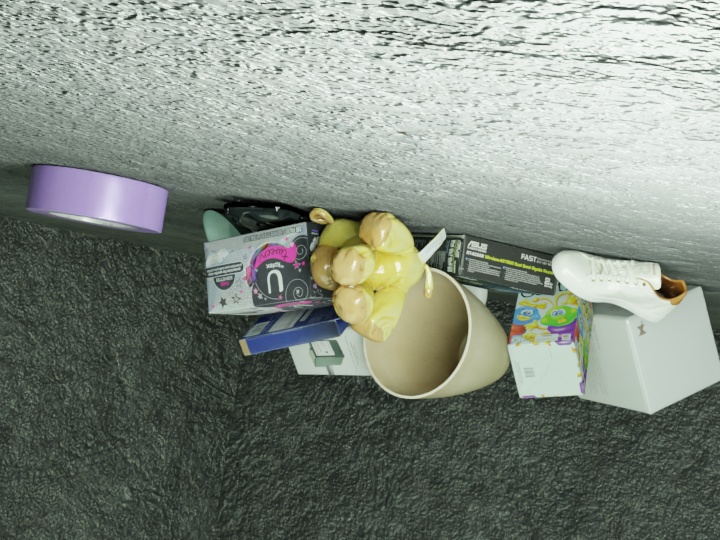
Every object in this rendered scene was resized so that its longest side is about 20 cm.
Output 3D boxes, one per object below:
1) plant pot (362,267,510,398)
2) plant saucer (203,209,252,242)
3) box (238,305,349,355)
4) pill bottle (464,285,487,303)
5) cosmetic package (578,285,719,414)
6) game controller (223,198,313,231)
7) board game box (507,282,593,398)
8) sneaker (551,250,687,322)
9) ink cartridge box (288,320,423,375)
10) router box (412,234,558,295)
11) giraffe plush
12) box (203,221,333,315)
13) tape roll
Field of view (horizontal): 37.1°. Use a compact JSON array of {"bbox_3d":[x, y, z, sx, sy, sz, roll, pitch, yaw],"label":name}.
[{"bbox_3d":[0.135,0.108,1.592,0.186,0.189,0.199,7,172,39],"label":"plant pot"},{"bbox_3d":[-0.198,-0.025,1.850,0.039,0.202,0.201,-34,-163,-22],"label":"plant saucer"},{"bbox_3d":[-0.075,0.077,1.646,0.198,0.033,0.121,-14,-164,23],"label":"box"},{"bbox_3d":[0.131,0.025,1.871,0.115,0.118,0.200,10,-175,-21],"label":"pill bottle"},{"bbox_3d":[0.469,0.125,1.819,0.166,0.168,0.200,-20,-171,-22],"label":"cosmetic package"},{"bbox_3d":[-0.124,-0.079,1.597,0.103,0.043,0.200,-7,174,16],"label":"game controller"},{"bbox_3d":[0.301,0.093,1.680,0.102,0.106,0.201,-5,-147,20],"label":"board game box"},{"bbox_3d":[0.364,0.004,1.493,0.198,0.073,0.085,18,141,-18],"label":"sneaker"},{"bbox_3d":[-0.002,0.099,1.708,0.199,0.085,0.146,-5,-160,46],"label":"ink cartridge box"},{"bbox_3d":[0.183,-0.009,1.639,0.199,0.063,0.149,11,176,-33],"label":"router box"},{"bbox_3d":[-0.004,-0.019,1.484,0.161,0.174,0.199,20,-141,38],"label":"giraffe plush"},{"bbox_3d":[-0.120,0.003,1.614,0.199,0.116,0.132,-10,172,33],"label":"box"},{"bbox_3d":[-0.388,-0.103,1.585,0.198,0.066,0.200,10,178,0],"label":"tape roll"}]
